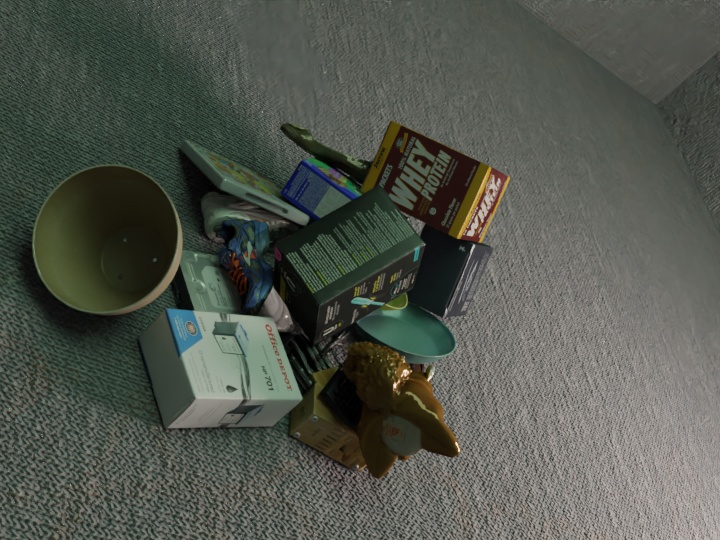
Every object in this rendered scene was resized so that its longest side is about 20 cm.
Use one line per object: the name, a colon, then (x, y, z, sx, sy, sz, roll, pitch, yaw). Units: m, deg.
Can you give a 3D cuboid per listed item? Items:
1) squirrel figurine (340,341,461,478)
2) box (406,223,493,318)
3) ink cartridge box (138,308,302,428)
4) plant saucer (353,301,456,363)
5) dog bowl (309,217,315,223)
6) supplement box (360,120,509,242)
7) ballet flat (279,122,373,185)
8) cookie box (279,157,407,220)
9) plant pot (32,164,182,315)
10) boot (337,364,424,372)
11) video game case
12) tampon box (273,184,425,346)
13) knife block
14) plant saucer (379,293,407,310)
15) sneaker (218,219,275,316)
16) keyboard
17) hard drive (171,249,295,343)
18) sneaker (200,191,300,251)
squirrel figurine: (0.061, 0.184, 1.526, 0.201, 0.141, 0.187, 60, 20, -11)
box: (0.161, 0.000, 1.898, 0.104, 0.149, 0.200, 25, 5, 17)
ink cartridge box: (-0.198, 0.141, 1.441, 0.199, 0.086, 0.147, 7, 50, -45)
plant saucer: (0.068, 0.107, 1.749, 0.198, 0.036, 0.200, 18, 23, -8)
dog bowl: (-0.045, -0.071, 1.889, 0.111, 0.050, 0.201, -6, 61, -53)
supplement box: (0.136, -0.153, 1.790, 0.196, 0.134, 0.200, 27, 8, 17)
ballet flat: (-0.051, -0.212, 1.798, 0.199, 0.047, 0.067, 31, 11, -7)
cookie box: (-0.024, -0.112, 1.773, 0.199, 0.076, 0.171, 36, 12, 3)
plant pot: (-0.332, -0.030, 1.394, 0.201, 0.199, 0.135, 55, -4, 11)
boot: (0.021, 0.174, 1.703, 0.198, 0.064, 0.188, 13, 44, -37)
video game case: (-0.198, -0.151, 1.729, 0.181, 0.023, 0.200, 23, 12, -37)
tampon box: (-0.022, -0.007, 1.572, 0.199, 0.150, 0.127, -30, 69, -20)
knife block: (-0.051, 0.195, 1.581, 0.199, 0.064, 0.177, 33, 35, -24)
plant saucer: (0.000, 0.000, 1.760, 0.200, 0.031, 0.200, 40, 19, -17)
sneaker: (-0.184, -0.005, 1.573, 0.078, 0.076, 0.201, 13, 38, -24)
keyboard: (-0.017, 0.156, 1.588, 0.127, 0.021, 0.200, 49, 27, -3)
hard drive: (-0.202, 0.042, 1.588, 0.199, 0.038, 0.141, 10, 48, -44)
sneaker: (-0.186, -0.097, 1.724, 0.199, 0.078, 0.100, 13, 43, -45)
